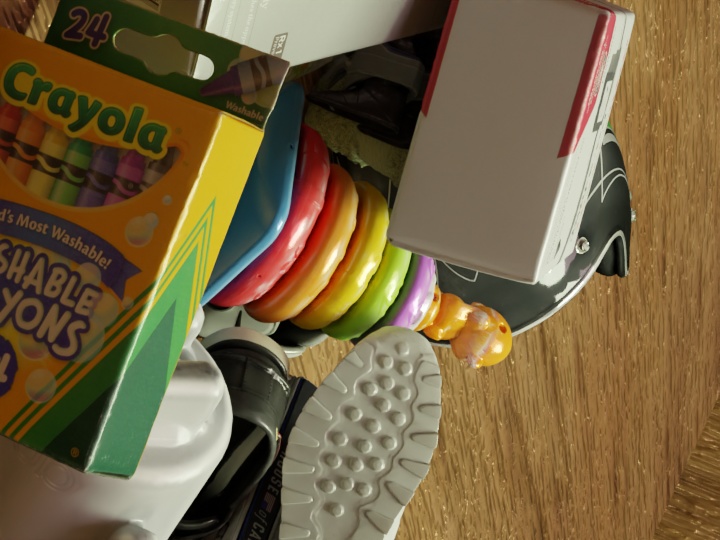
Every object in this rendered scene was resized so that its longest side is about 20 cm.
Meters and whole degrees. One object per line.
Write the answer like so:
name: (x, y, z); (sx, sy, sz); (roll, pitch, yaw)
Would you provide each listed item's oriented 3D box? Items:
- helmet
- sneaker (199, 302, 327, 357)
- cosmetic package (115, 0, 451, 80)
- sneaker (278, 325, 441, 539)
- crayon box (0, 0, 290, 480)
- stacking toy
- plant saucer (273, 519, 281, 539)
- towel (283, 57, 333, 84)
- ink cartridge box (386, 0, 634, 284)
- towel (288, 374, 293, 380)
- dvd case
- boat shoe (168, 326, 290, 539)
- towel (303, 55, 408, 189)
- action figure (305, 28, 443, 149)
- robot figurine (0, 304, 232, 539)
helmet: (0.072, -0.049, 1.802); (0.200, 0.200, 0.191); (-69, 160, 1)
sneaker: (-0.049, 0.021, 1.693); (0.200, 0.088, 0.074); (-6, 115, -74)
cosmetic package: (-0.034, -0.163, 1.416); (0.200, 0.090, 0.107); (-18, 131, -44)
sneaker: (-0.009, 0.121, 1.575); (0.081, 0.076, 0.200); (-69, 178, -80)
crayon box: (-0.128, -0.023, 1.300); (0.052, 0.126, 0.200); (21, 91, -67)
stacking toy: (0.000, 0.000, 1.579); (0.110, 0.200, 0.116); (-41, -149, 39)
plant saucer: (-0.076, 0.163, 1.714); (0.200, 0.032, 0.201); (-46, -148, 41)
towel: (-0.026, -0.183, 1.572); (0.200, 0.048, 0.172); (-33, 141, -63)
ink cartridge box: (0.084, -0.079, 1.539); (0.200, 0.083, 0.146); (-28, 133, -79)
towel: (-0.053, 0.160, 1.742); (0.200, 0.032, 0.191); (22, -90, 66)
dvd case: (-0.093, 0.166, 1.619); (0.150, 0.025, 0.200); (-41, -161, 45)
boat shoe: (-0.104, 0.114, 1.570); (0.201, 0.074, 0.063); (-50, -159, 39)
towel: (0.053, -0.142, 1.703); (0.036, 0.148, 0.200); (26, 96, -46)
action figure: (0.042, -0.170, 1.622); (0.200, 0.069, 0.130); (-69, 159, -6)
robot figurine: (-0.135, 0.090, 1.405); (0.200, 0.113, 0.170); (-57, -142, 41)
